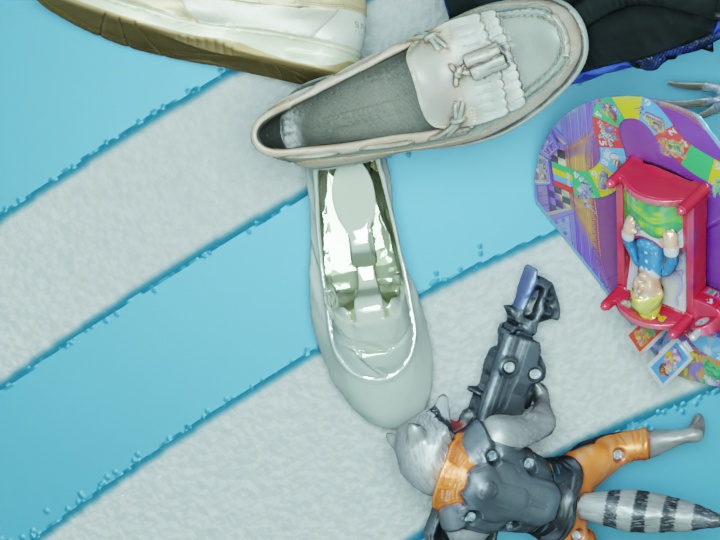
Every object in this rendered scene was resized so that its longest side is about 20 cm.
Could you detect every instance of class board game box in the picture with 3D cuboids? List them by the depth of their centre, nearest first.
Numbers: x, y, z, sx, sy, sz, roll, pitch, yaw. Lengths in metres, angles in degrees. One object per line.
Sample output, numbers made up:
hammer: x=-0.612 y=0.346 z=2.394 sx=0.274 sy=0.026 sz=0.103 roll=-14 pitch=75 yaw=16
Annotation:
board game box: x=0.174 y=-0.005 z=1.318 sx=0.200 sy=0.158 sz=0.039 roll=52 pitch=55 yaw=-4

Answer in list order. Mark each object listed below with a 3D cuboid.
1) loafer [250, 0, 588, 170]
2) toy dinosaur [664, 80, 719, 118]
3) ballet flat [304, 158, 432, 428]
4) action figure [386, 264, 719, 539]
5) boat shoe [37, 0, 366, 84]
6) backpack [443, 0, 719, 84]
loafer: x=0.030 y=-0.097 z=1.266 sx=0.200 sy=0.063 sz=0.072 roll=-18 pitch=90 yaw=30
toy dinosaur: x=0.283 y=-0.106 z=1.315 sx=0.200 sy=0.105 sz=0.182 roll=10 pitch=80 yaw=-2
ballet flat: x=0.000 y=0.000 z=1.361 sx=0.069 sy=0.069 sz=0.200 roll=-9 pitch=94 yaw=0
action figure: x=0.113 y=0.104 z=1.352 sx=0.193 sy=0.105 sz=0.200 roll=10 pitch=97 yaw=-11
boat shoe: x=-0.092 y=-0.162 z=1.352 sx=0.200 sy=0.074 sz=0.069 roll=14 pitch=82 yaw=-2
backpack: x=0.149 y=-0.191 z=1.302 sx=0.200 sy=0.168 sz=0.163 roll=-20 pitch=93 yaw=35
